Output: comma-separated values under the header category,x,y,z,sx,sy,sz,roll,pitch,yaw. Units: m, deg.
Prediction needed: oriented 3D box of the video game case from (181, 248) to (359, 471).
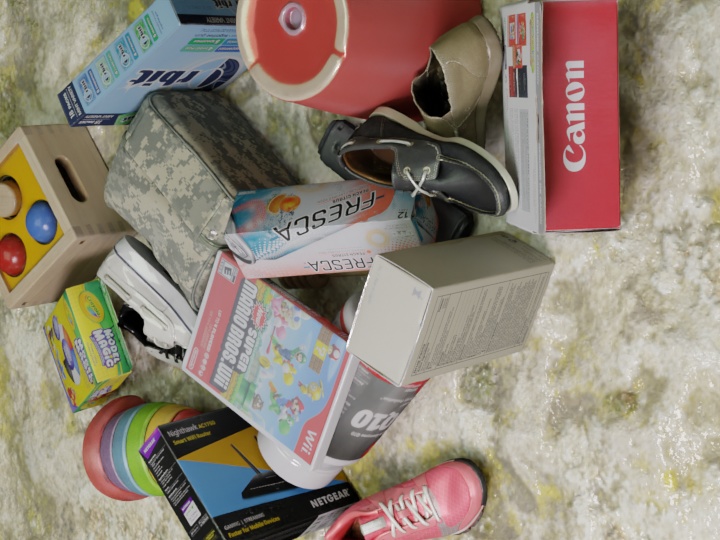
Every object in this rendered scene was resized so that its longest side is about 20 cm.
category,x,y,z,sx,sy,sz,roll,pitch,yaw
video game case,-0.092,0.088,1.638,0.199,0.017,0.144,34,116,31

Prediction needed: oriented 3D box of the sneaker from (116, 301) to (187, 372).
category,x,y,z,sx,sy,sz,roll,pitch,yaw
sneaker,-0.194,0.089,1.831,0.199,0.080,0.074,31,113,31

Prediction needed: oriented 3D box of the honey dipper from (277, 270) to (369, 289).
category,x,y,z,sx,sy,sz,roll,pitch,yaw
honey dipper,0.000,0.000,1.686,0.199,0.038,0.038,-1,96,38

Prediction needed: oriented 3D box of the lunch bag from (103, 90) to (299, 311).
category,x,y,z,sx,sy,sz,roll,pitch,yaw
lunch bag,-0.178,-0.074,1.753,0.200,0.139,0.168,48,119,23

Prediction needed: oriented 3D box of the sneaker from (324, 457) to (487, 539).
category,x,y,z,sx,sy,sz,roll,pitch,yaw
sneaker,0.044,0.251,1.652,0.199,0.086,0.074,-31,78,38

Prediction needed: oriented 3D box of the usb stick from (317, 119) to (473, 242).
category,x,y,z,sx,sy,sz,roll,pitch,yaw
usb stick,0.034,-0.084,1.647,0.200,0.032,0.056,39,120,29

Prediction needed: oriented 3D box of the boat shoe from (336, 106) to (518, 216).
category,x,y,z,sx,sy,sz,roll,pitch,yaw
boat shoe,0.061,-0.087,1.498,0.199,0.067,0.072,27,142,40

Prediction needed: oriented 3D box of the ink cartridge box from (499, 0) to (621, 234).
category,x,y,z,sx,sy,sz,roll,pitch,yaw
ink cartridge box,0.178,-0.135,1.427,0.083,0.176,0.202,-3,97,-5

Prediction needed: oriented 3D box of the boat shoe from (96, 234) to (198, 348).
category,x,y,z,sx,sy,sz,roll,pitch,yaw
boat shoe,-0.208,0.051,1.777,0.200,0.072,0.066,44,100,8

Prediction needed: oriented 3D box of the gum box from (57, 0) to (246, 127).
category,x,y,z,sx,sy,sz,roll,pitch,yaw
gum box,-0.196,-0.221,1.729,0.200,0.169,0.045,-36,73,37

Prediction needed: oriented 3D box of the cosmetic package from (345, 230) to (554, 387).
category,x,y,z,sx,sy,sz,roll,pitch,yaw
cosmetic package,0.086,0.032,1.513,0.073,0.199,0.104,33,115,32

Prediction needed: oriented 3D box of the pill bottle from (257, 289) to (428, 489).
category,x,y,z,sx,sy,sz,roll,pitch,yaw
pill bottle,-0.015,0.125,1.666,0.114,0.113,0.200,52,125,21

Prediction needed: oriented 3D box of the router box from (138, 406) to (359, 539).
category,x,y,z,sx,sy,sz,roll,pitch,yaw
router box,-0.114,0.214,1.702,0.051,0.199,0.150,-49,67,35

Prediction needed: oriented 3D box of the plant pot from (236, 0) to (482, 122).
category,x,y,z,sx,sy,sz,roll,pitch,yaw
plant pot,-0.011,-0.237,1.570,0.199,0.177,0.203,6,99,39

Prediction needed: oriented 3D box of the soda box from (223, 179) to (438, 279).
category,x,y,z,sx,sy,sz,roll,pitch,yaw
soda box,-0.028,-0.042,1.590,0.198,0.064,0.069,-5,136,20

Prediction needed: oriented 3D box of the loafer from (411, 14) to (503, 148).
category,x,y,z,sx,sy,sz,roll,pitch,yaw
loafer,0.081,-0.156,1.538,0.201,0.067,0.076,99,153,-46

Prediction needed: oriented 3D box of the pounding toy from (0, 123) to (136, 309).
category,x,y,z,sx,sy,sz,roll,pitch,yaw
pounding toy,-0.404,-0.074,1.937,0.184,0.142,0.201,-41,71,35

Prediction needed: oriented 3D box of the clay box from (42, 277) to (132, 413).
category,x,y,z,sx,sy,sz,roll,pitch,yaw
clay box,-0.317,0.087,1.897,0.116,0.047,0.200,69,157,10

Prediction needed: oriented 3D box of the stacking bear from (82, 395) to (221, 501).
category,x,y,z,sx,sy,sz,roll,pitch,yaw
stacking bear,-0.206,0.199,1.841,0.199,0.113,0.123,-9,91,35
